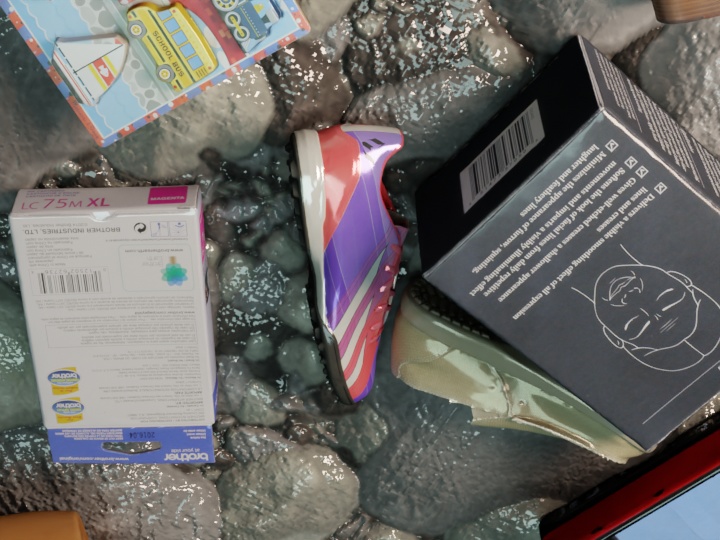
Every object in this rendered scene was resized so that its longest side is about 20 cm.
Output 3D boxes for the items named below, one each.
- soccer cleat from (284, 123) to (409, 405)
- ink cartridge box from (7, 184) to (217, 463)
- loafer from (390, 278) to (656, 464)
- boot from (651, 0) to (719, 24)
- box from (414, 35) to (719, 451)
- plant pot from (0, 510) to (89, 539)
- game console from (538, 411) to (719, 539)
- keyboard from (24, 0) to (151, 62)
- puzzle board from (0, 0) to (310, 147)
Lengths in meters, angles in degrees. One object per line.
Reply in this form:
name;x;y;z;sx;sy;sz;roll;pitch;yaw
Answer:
soccer cleat;0.000;0.000;0.946;0.073;0.068;0.201;-10;121;-3
ink cartridge box;-0.157;0.040;0.982;0.118;0.042;0.201;-1;120;0
loafer;0.105;0.075;0.991;0.199;0.076;0.068;29;120;-7
boot;0.219;-0.247;0.794;0.185;0.064;0.201;-16;117;11
box;0.155;-0.014;0.911;0.200;0.107;0.148;38;114;-21
plant pot;-0.246;0.255;1.042;0.139;0.200;0.201;-17;123;-10
game console;0.226;0.182;1.029;0.200;0.119;0.172;-35;116;20
keyboard;-0.100;-0.184;0.853;0.199;0.021;0.128;-20;120;13
puzzle board;-0.142;-0.182;0.836;0.150;0.017;0.201;-27;112;15
